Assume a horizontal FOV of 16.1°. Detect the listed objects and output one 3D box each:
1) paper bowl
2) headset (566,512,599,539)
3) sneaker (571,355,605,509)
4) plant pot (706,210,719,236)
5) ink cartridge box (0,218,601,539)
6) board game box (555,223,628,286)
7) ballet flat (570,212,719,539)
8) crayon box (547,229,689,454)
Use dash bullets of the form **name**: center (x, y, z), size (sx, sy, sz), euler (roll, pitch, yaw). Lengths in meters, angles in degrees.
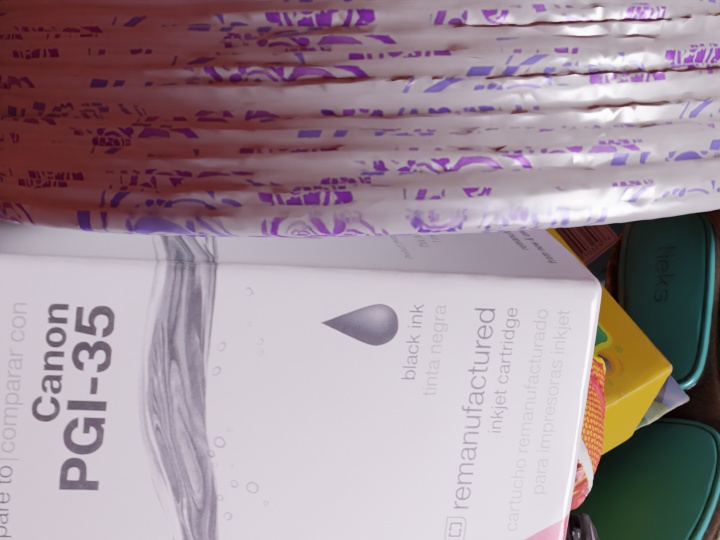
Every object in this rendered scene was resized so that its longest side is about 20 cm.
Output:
- **paper bowl**: center (0.005, -0.068, 0.630), size (0.199, 0.105, 0.201), euler (-1, -175, 0)
- **headset**: center (-0.010, 0.140, 0.835), size (0.199, 0.094, 0.123), euler (-15, 152, 23)
- **sneaker**: center (0.000, 0.000, 0.795), size (0.073, 0.200, 0.077), euler (-30, -152, 29)
- **plant pot**: center (0.218, -0.073, 0.970), size (0.173, 0.201, 0.200), euler (-24, 157, -13)
- **ink cartridge box**: center (-0.047, 0.055, 0.705), size (0.199, 0.083, 0.147), euler (2, 106, -17)
- **board game box**: center (0.055, 0.050, 1.128), size (0.151, 0.047, 0.200), euler (-37, 160, -7)
- **ballet flat**: center (0.117, 0.066, 0.985), size (0.071, 0.070, 0.201), euler (107, -4, -56)
- **crayon box**: center (0.018, 0.029, 0.906), size (0.199, 0.126, 0.052), euler (-27, 157, -32)
